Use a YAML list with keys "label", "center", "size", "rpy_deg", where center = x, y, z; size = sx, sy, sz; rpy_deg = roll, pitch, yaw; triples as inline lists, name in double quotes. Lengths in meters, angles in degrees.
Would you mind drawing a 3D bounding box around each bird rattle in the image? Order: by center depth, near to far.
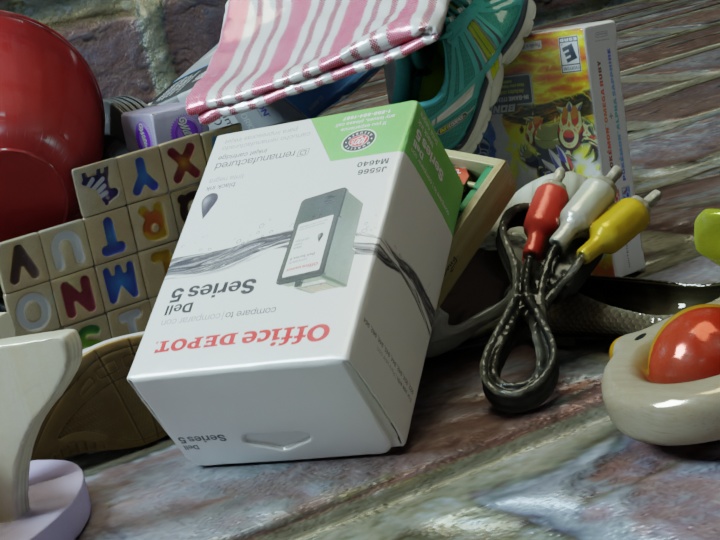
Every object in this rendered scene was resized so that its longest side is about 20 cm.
- label: "bird rattle"
  center: [0.202, 0.048, 0.816]
  size: [0.162, 0.113, 0.200]
  rpy_deg: [-22, 23, 10]

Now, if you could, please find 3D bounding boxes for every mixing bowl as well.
- label: "mixing bowl"
  center: [-0.260, -0.067, 1.128]
  size: [0.199, 0.201, 0.109]
  rpy_deg: [-16, 39, -17]

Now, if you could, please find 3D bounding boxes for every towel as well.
- label: "towel"
  center: [-0.023, -0.177, 1.146]
  size: [0.199, 0.030, 0.147]
  rpy_deg: [-16, 35, 23]

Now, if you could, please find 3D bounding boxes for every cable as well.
- label: "cable"
  center: [0.106, 0.001, 0.987]
  size: [0.096, 0.051, 0.200]
  rpy_deg: [13, 41, 26]

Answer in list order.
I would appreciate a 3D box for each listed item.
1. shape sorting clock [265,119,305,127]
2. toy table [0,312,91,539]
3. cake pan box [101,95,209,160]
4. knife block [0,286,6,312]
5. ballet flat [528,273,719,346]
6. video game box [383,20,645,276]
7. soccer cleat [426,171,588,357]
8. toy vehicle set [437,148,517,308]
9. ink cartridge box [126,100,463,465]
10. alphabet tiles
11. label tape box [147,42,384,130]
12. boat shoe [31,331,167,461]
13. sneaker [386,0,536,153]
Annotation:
- label: "shape sorting clock"
  center: [-0.018, -0.024, 1.122]
  size: [0.199, 0.201, 0.039]
  rpy_deg: [-18, -30, -26]
- label: "toy table"
  center: [-0.224, 0.101, 0.870]
  size: [0.182, 0.118, 0.200]
  rpy_deg: [-11, 11, 5]
- label: "cake pan box"
  center: [-0.161, -0.035, 1.240]
  size: [0.052, 0.202, 0.184]
  rpy_deg: [-16, 14, -32]
- label: "knife block"
  center: [-0.294, 0.021, 1.199]
  size: [0.175, 0.200, 0.064]
  rpy_deg: [-40, -4, 30]
- label: "ballet flat"
  center: [0.182, 0.019, 1.000]
  size: [0.199, 0.047, 0.067]
  rpy_deg: [-1, 15, 46]
- label: "video game box"
  center: [0.111, -0.084, 1.227]
  size: [0.199, 0.184, 0.047]
  rpy_deg: [-1, 13, 44]
- label: "soccer cleat"
  center: [0.101, -0.007, 1.088]
  size: [0.200, 0.069, 0.078]
  rpy_deg: [-37, -3, -29]
- label: "toy vehicle set"
  center: [0.000, 0.000, 1.036]
  size: [0.124, 0.027, 0.201]
  rpy_deg: [12, 56, 38]
- label: "ink cartridge box"
  center: [-0.033, 0.006, 0.963]
  size: [0.144, 0.084, 0.201]
  rpy_deg: [-7, 46, 26]
- label: "alphabet tiles"
  center: [-0.151, 0.003, 1.125]
  size: [0.199, 0.169, 0.008]
  rpy_deg: [-19, 15, -30]
- label: "label tape box"
  center: [-0.059, -0.159, 1.269]
  size: [0.199, 0.066, 0.143]
  rpy_deg: [-19, 21, 43]
- label: "boat shoe"
  center: [-0.185, 0.082, 1.025]
  size: [0.199, 0.071, 0.069]
  rpy_deg: [-18, 14, -24]
- label: "sneaker"
  center: [0.069, -0.166, 1.151]
  size: [0.077, 0.080, 0.201]
  rpy_deg: [-1, 61, 36]
